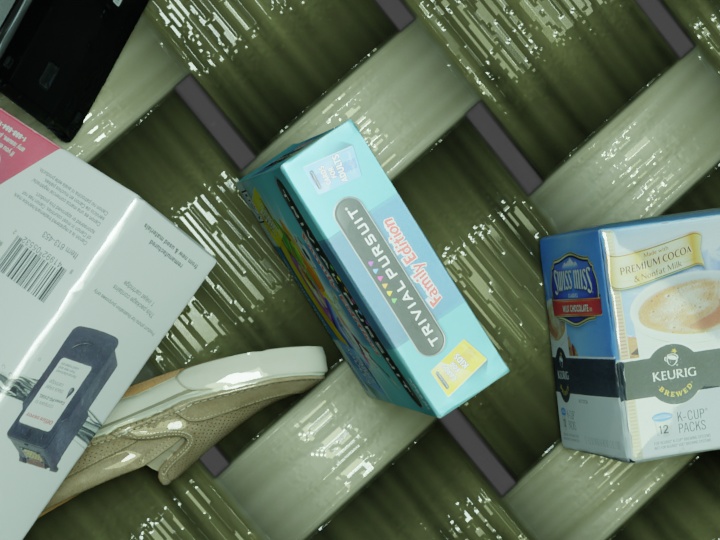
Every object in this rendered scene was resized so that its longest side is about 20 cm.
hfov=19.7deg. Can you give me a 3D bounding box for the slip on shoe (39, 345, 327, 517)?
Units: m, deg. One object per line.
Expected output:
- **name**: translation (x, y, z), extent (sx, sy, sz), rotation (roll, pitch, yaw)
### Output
- **slip on shoe**: translation (-0.112, 0.090, 1.170), extent (0.199, 0.076, 0.061), rotation (-15, 87, -7)

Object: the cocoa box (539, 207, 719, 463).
- **cocoa box**: translation (0.219, 0.029, 1.200), extent (0.198, 0.133, 0.132), rotation (-7, 90, -10)

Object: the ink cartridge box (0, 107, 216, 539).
- **ink cartridge box**: translation (-0.198, 0.031, 1.117), extent (0.201, 0.144, 0.084), rotation (-55, 142, -5)

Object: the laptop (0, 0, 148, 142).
- **laptop**: translation (-0.189, -0.192, 1.126), extent (0.103, 0.200, 0.178), rotation (27, 85, 18)

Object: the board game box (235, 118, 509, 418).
- **board game box**: translation (0.000, 0.000, 1.128), extent (0.047, 0.200, 0.152), rotation (-33, 95, -8)
